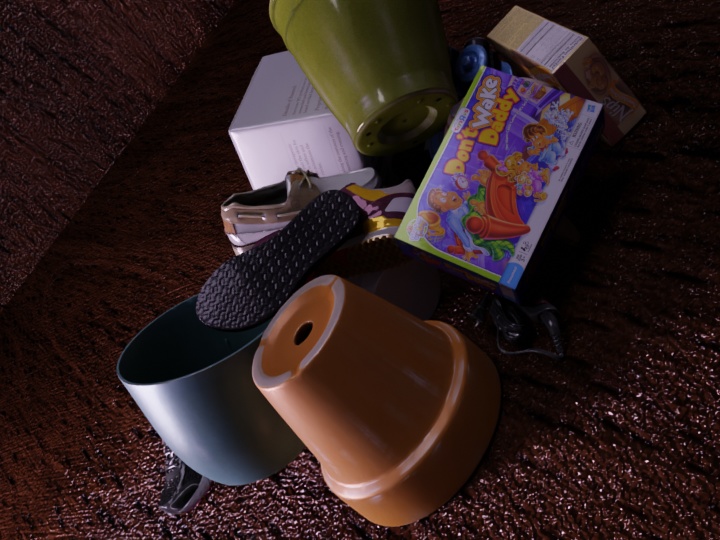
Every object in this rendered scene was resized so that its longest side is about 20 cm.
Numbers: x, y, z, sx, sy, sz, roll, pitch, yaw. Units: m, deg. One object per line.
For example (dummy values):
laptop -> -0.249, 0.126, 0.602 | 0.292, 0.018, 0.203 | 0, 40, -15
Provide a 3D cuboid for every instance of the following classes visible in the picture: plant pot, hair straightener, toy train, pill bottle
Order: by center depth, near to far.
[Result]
plant pot -> 0.003, 0.108, 0.870 | 0.199, 0.183, 0.202 | -36, 29, 24
hair straightener -> 0.148, 0.037, 0.908 | 0.077, 0.041, 0.201 | -44, 31, 12
plant pot -> -0.136, 0.128, 0.981 | 0.197, 0.163, 0.201 | -20, 23, 8
plant pot -> 0.019, -0.245, 1.039 | 0.199, 0.199, 0.196 | -32, 70, 31
pill bottle -> 0.000, 0.000, 1.078 | 0.114, 0.113, 0.199 | -53, 35, -7
toy train -> 0.126, -0.175, 1.086 | 0.113, 0.086, 0.204 | -17, 69, 39

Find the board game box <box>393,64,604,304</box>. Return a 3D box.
board game box -> 0.137, -0.087, 0.892 | 0.133, 0.045, 0.202 | 23, 79, 23

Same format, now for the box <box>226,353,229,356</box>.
box -> -0.133, 0.084, 1.192 | 0.162, 0.048, 0.202 | 121, 173, -55

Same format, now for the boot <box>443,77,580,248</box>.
boot -> 0.168, -0.124, 0.951 | 0.198, 0.070, 0.148 | 27, 89, 31

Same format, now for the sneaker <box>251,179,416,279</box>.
sneaker -> -0.026, -0.044, 0.992 | 0.196, 0.075, 0.091 | -7, 56, 20

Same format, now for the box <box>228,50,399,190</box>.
box -> -0.050, -0.174, 1.243 | 0.168, 0.201, 0.202 | -7, 40, 17

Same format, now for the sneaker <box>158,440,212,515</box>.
sneaker -> -0.234, 0.223, 1.203 | 0.080, 0.086, 0.202 | -31, 33, 36

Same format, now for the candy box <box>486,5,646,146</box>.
candy box -> 0.226, -0.223, 1.022 | 0.055, 0.115, 0.200 | -45, 27, 9

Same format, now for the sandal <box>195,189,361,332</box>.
sandal -> -0.078, -0.002, 0.925 | 0.199, 0.075, 0.045 | -40, -18, -17

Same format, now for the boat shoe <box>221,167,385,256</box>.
boat shoe -> -0.069, -0.081, 1.071 | 0.197, 0.069, 0.075 | -23, 29, 1

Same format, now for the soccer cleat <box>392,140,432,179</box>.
soccer cleat -> 0.115, -0.157, 1.175 | 0.198, 0.067, 0.082 | -26, 46, 38
